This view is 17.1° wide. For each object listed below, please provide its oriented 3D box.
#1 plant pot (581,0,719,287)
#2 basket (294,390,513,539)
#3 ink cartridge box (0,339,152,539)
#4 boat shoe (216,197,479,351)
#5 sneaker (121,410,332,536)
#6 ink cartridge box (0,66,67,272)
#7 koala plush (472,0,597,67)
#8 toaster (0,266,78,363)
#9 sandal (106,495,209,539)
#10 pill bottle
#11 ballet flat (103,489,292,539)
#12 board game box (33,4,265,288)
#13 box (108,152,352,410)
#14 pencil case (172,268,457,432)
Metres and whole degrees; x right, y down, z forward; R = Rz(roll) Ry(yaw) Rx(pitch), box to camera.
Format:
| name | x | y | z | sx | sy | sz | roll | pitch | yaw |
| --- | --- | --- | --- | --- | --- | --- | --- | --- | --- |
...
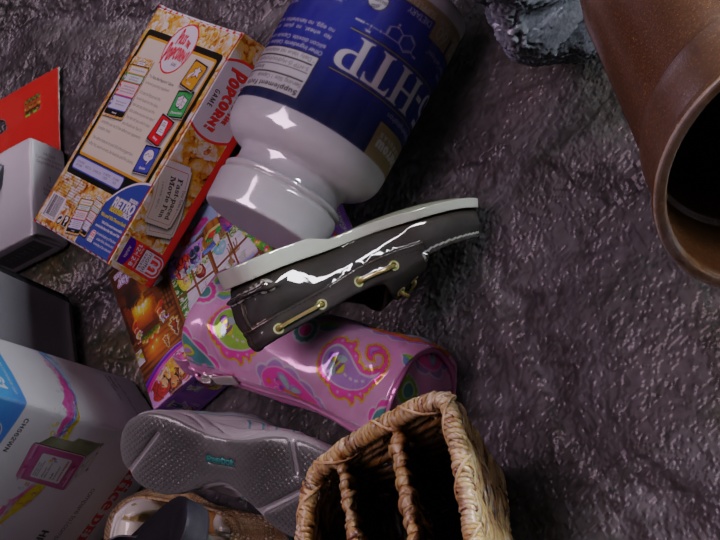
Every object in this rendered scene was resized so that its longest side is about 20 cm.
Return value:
| name | x | y | z | sx | sy | sz | roll | pitch | yaw |
| --- | --- | --- | --- | --- | --- | --- | --- | --- | --- |
| plant pot | 0.234 | -0.125 | 1.422 | 0.200 | 0.200 | 0.198 | -45 | 40 | 21 |
| basket | 0.022 | 0.196 | 1.490 | 0.143 | 0.149 | 0.200 | -13 | 63 | 10 |
| ink cartridge box | -0.260 | 0.137 | 1.774 | 0.145 | 0.200 | 0.085 | -53 | 50 | 15 |
| boat shoe | 0.000 | 0.000 | 1.614 | 0.072 | 0.201 | 0.061 | -23 | 86 | 61 |
| sneaker | -0.064 | 0.132 | 1.670 | 0.200 | 0.080 | 0.070 | 16 | 106 | 26 |
| ink cartridge box | -0.330 | -0.067 | 2.032 | 0.200 | 0.044 | 0.174 | -25 | 59 | 34 |
| koala plush | 0.090 | -0.247 | 1.608 | 0.177 | 0.184 | 0.200 | -37 | 49 | -17 |
| toaster | -0.331 | 0.077 | 1.882 | 0.181 | 0.200 | 0.119 | -26 | 60 | 24 |
| sandal | -0.177 | 0.215 | 1.675 | 0.200 | 0.043 | 0.076 | -45 | 30 | 33 |
| pill bottle | -0.022 | -0.115 | 1.681 | 0.120 | 0.120 | 0.200 | 17 | 74 | 45 |
| ballet flat | -0.134 | 0.190 | 1.726 | 0.200 | 0.065 | 0.071 | -1 | 79 | 44 |
| board game box | -0.157 | -0.098 | 1.842 | 0.200 | 0.046 | 0.151 | -60 | 33 | -2 |
| box | -0.095 | -0.002 | 1.785 | 0.200 | 0.039 | 0.137 | -42 | 50 | 23 |
| pencil case | -0.032 | 0.064 | 1.647 | 0.200 | 0.087 | 0.087 | 18 | 86 | 33 |
